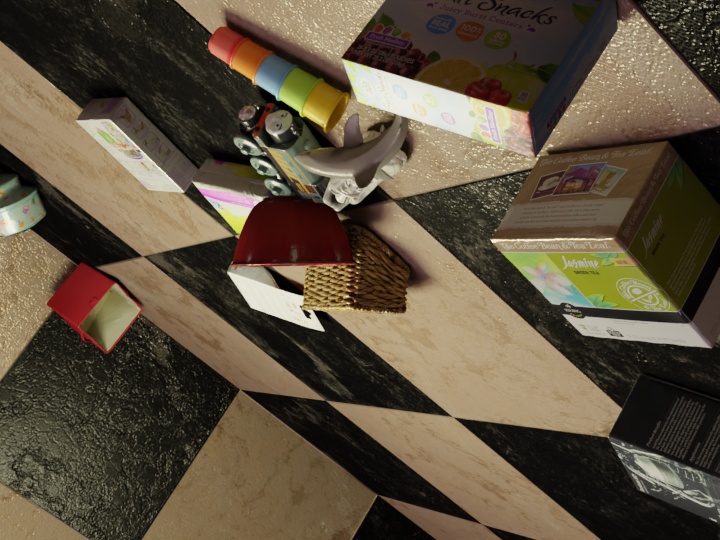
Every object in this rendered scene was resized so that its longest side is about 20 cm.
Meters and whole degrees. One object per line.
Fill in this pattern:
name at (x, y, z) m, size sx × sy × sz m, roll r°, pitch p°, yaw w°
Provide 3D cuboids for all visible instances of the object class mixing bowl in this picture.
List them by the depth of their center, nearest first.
mixing bowl at (-0.108, -0.061, 1.679) m, size 0.198 × 0.109 × 0.200 m, roll -1°, pitch 179°, yaw 0°

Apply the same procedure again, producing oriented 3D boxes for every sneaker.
sneaker at (0.003, -0.134, 1.474) m, size 0.075 × 0.081 × 0.200 m, roll 38°, pitch 159°, yaw -8°

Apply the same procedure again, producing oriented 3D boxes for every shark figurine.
shark figurine at (0.016, -0.151, 1.329) m, size 0.128 × 0.090 × 0.214 m, roll 31°, pitch 138°, yaw -19°

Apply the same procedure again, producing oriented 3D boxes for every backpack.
backpack at (-0.938, -0.169, 2.764) m, size 0.199 × 0.176 × 0.154 m, roll 10°, pitch 122°, yaw 27°

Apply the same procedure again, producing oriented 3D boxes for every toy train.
toy train at (-0.103, -0.173, 1.553) m, size 0.113 × 0.086 × 0.200 m, roll 12°, pitch 156°, yaw 30°

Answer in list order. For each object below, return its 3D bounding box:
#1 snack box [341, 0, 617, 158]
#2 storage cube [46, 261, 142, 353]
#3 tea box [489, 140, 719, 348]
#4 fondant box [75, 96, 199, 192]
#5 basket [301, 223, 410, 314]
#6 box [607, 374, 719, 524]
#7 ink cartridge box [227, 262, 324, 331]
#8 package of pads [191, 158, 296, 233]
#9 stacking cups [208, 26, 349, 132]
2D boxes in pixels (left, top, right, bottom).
snack box at (0.111, -0.210, 0.974) m, size 0.199 × 0.169 × 0.068 m, roll 23°, pitch 156°, yaw 28°
storage cube at (-0.818, 0.114, 3.231) m, size 0.179 × 0.200 × 0.171 m, roll 27°, pitch 162°, yaw 35°
tea box at (0.293, -0.027, 1.180) m, size 0.197 × 0.134 × 0.200 m, roll 43°, pitch 159°, yaw -25°
fondant box at (-0.410, -0.230, 1.939) m, size 0.144 × 0.058 × 0.200 m, roll 9°, pitch 150°, yaw 50°
basket at (0.000, 0.000, 1.832) m, size 0.142 × 0.150 × 0.200 m, roll 5°, pitch 175°, yaw -29°
box at (0.511, 0.280, 1.600) m, size 0.196 × 0.124 × 0.200 m, roll 19°, pitch 157°, yaw 40°
ink cartridge box at (-0.175, 0.051, 2.284) m, size 0.199 × 0.050 × 0.162 m, roll 15°, pitch 154°, yaw 24°
package of pads at (-0.180, -0.114, 1.833) m, size 0.199 × 0.068 × 0.155 m, roll 16°, pitch 154°, yaw 43°
stacking cups at (-0.110, -0.261, 1.391) m, size 0.199 × 0.061 × 0.061 m, roll 35°, pitch 162°, yaw 7°
